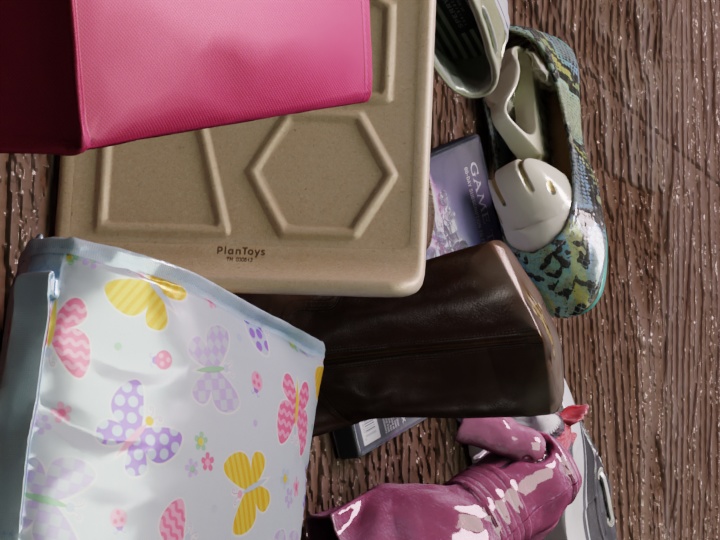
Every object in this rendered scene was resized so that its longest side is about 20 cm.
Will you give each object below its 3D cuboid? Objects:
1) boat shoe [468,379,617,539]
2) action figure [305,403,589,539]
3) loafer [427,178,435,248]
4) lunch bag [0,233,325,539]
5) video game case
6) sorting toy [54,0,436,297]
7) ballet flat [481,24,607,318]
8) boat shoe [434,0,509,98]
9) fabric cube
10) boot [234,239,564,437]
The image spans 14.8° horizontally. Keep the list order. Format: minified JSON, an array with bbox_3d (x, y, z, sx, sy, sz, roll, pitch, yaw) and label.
[{"bbox_3d":[0.119,0.133,1.670,0.068,0.072,0.201,-36,116,-52],"label":"boat shoe"},{"bbox_3d":[0.065,0.132,1.526,0.200,0.149,0.134,-38,124,-27],"label":"action figure"},{"bbox_3d":[0.002,-0.092,1.532,0.071,0.073,0.201,-8,82,-60],"label":"loafer"},{"bbox_3d":[-0.114,0.087,1.304,0.200,0.127,0.170,31,60,-59],"label":"lunch bag"},{"bbox_3d":[0.030,0.011,1.614,0.200,0.019,0.143,-26,105,-55],"label":"video game case"},{"bbox_3d":[-0.056,-0.080,1.391,0.036,0.184,0.201,80,12,-71],"label":"sorting toy"},{"bbox_3d":[0.101,-0.065,1.674,0.074,0.074,0.201,37,36,-45],"label":"ballet flat"},{"bbox_3d":[0.033,-0.176,1.535,0.200,0.072,0.062,48,24,-42],"label":"boat shoe"},{"bbox_3d":[-0.133,-0.154,1.133,0.199,0.199,0.197,-18,107,-54],"label":"fabric cube"},{"bbox_3d":[0.000,0.000,1.414,0.064,0.199,0.187,-50,123,-47],"label":"boot"}]
